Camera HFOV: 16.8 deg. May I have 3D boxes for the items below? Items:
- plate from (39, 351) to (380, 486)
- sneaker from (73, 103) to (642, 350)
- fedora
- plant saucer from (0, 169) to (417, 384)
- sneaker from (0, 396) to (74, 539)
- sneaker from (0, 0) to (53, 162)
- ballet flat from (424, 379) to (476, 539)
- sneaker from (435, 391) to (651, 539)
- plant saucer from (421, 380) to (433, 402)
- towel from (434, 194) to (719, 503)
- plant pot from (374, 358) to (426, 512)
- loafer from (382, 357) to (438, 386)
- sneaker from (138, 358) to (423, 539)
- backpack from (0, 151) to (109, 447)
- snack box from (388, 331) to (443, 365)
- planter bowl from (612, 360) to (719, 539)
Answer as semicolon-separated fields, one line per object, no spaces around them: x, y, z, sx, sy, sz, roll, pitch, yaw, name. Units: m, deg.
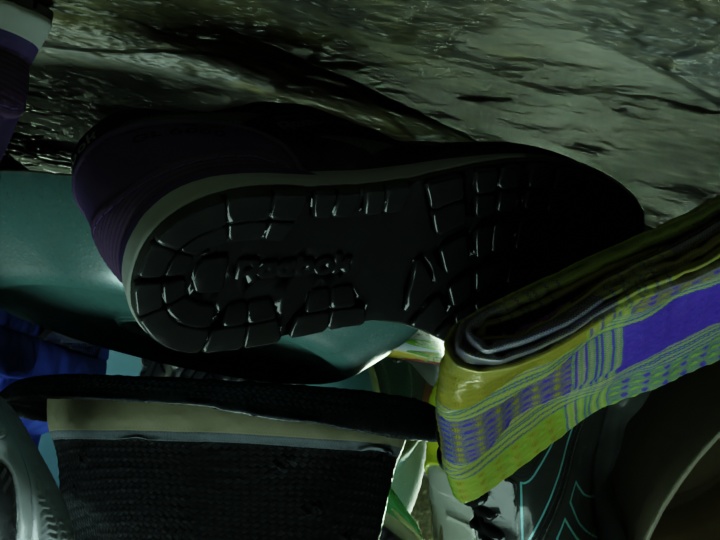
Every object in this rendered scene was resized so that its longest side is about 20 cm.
-0.082;0.068;1.211;0.200;0.201;0.026;9;-164;14;plate
0.001;-0.027;0.811;0.200;0.076;0.088;2;-148;-33;sneaker
-0.059;0.094;0.995;0.200;0.092;0.201;4;173;0;fedora
-0.071;0.009;0.936;0.199;0.036;0.200;12;169;2;plant saucer
-0.202;0.053;0.908;0.200;0.115;0.075;59;178;-21;sneaker
-0.172;-0.046;0.824;0.076;0.088;0.200;14;173;-25;sneaker
0.065;0.122;1.141;0.067;0.067;0.200;22;156;28;ballet flat
0.063;0.082;0.957;0.079;0.201;0.075;0;-167;-26;sneaker
0.128;0.091;1.243;0.200;0.032;0.200;14;-170;-2;plant saucer
0.090;0.022;0.804;0.143;0.023;0.200;-26;164;-8;towel
-0.043;0.079;1.303;0.200;0.201;0.134;14;145;-25;plant pot
0.058;0.035;1.197;0.199;0.063;0.072;11;175;1;loafer
-0.031;0.101;1.147;0.200;0.077;0.080;51;-168;-4;sneaker
-0.203;0.017;1.070;0.162;0.168;0.200;3;167;12;backpack
0.000;0.000;1.049;0.142;0.053;0.200;7;170;17;snack box
0.167;0.088;1.051;0.200;0.201;0.135;16;-162;-34;planter bowl
